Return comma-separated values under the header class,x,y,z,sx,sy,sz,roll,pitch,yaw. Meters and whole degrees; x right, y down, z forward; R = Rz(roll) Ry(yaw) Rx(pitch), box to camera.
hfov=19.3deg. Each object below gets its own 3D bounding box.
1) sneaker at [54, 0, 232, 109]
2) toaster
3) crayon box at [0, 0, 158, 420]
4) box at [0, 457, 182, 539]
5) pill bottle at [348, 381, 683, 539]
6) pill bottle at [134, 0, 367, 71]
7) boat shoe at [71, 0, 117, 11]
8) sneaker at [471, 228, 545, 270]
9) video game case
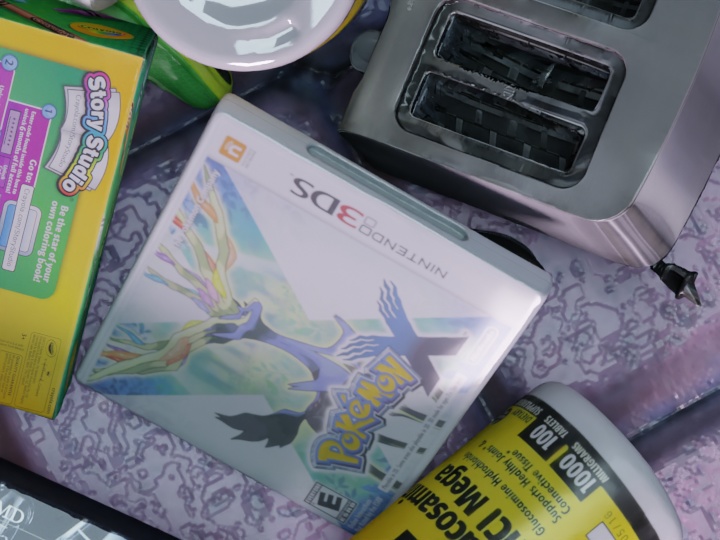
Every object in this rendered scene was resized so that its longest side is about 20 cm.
class,x,y,z,sx,sy,sz,roll,pitch,yaw
sneaker,-0.158,-0.134,1.099,0.200,0.074,0.084,27,113,-8
toaster,0.105,-0.108,1.058,0.200,0.119,0.181,23,88,21
crayon box,-0.183,-0.037,1.061,0.118,0.058,0.201,16,107,-4
box,-0.168,0.204,1.068,0.200,0.104,0.183,24,86,-4
pill bottle,0.056,0.158,1.075,0.200,0.112,0.113,-39,92,-10
pill bottle,-0.047,-0.157,1.029,0.111,0.200,0.112,0,99,3
boat shoe,-0.119,-0.211,1.069,0.064,0.071,0.200,19,53,4
sneaker,0.000,0.000,1.096,0.199,0.082,0.073,-1,91,-4
video game case,-0.029,0.030,1.062,0.182,0.022,0.200,29,128,-4
